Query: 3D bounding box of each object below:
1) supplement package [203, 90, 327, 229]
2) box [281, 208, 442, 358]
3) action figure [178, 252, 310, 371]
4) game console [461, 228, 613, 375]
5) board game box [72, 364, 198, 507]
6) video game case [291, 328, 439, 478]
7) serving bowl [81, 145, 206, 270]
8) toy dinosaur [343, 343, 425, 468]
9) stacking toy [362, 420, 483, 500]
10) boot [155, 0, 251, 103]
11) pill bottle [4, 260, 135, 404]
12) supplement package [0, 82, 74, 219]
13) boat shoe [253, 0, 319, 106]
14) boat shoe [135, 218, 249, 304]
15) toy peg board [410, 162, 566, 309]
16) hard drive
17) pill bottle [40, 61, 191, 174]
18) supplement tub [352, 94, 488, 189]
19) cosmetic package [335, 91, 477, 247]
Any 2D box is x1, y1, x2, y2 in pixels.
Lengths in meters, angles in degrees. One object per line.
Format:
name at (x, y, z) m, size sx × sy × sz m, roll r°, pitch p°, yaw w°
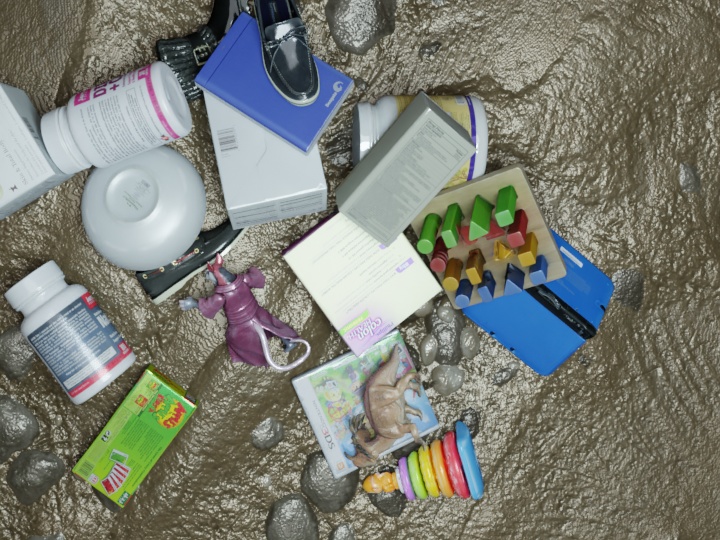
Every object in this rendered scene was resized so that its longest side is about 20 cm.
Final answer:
supplement package at (-0.145, -0.186, 1.411) m, size 0.153 × 0.111 × 0.204 m, roll -12°, pitch 77°, yaw -5°
box at (0.000, 0.000, 1.479) m, size 0.175 × 0.097 × 0.201 m, roll -38°, pitch 97°, yaw -2°
action figure at (-0.188, 0.067, 1.436) m, size 0.133 × 0.148 × 0.202 m, roll -36°, pitch 123°, yaw -14°
game console at (0.299, 0.043, 1.557) m, size 0.199 × 0.118 × 0.172 m, roll 38°, pitch 59°, yaw -9°
board game box at (-0.360, 0.264, 1.487) m, size 0.101 × 0.048 × 0.201 m, roll 37°, pitch 91°, yaw -9°
video game case at (0.009, 0.221, 1.538) m, size 0.197 × 0.022 × 0.185 m, roll -25°, pitch 98°, yaw -4°
serving bowl at (-0.338, -0.106, 1.415) m, size 0.195 × 0.066 × 0.205 m, roll -1°, pitch 78°, yaw 3°
toy dinosaur at (0.034, 0.225, 1.492) m, size 0.132 × 0.086 × 0.205 m, roll -3°, pitch 90°, yaw 1°
stacking toy at (0.098, 0.337, 1.528) m, size 0.196 × 0.116 × 0.112 m, roll -16°, pitch 99°, yaw 7°
boot at (-0.243, -0.369, 1.426) m, size 0.154 × 0.079 × 0.216 m, roll -10°, pitch 97°, yaw -5°
pill bottle at (-0.450, 0.092, 1.424) m, size 0.119 × 0.120 × 0.202 m, roll -35°, pitch 98°, yaw -2°
supplement package at (-0.561, -0.156, 1.373) m, size 0.198 × 0.151 × 0.153 m, roll -32°, pitch 98°, yaw -2°
boat shoe at (-0.110, -0.333, 1.332) m, size 0.073 × 0.062 × 0.204 m, roll -15°, pitch 78°, yaw -8°
boat shoe at (-0.263, -0.029, 1.457) m, size 0.200 × 0.074 × 0.064 m, roll -35°, pitch 106°, yaw 2°
toy peg board at (0.188, -0.027, 1.421) m, size 0.197 × 0.098 × 0.201 m, roll -18°, pitch 115°, yaw 25°
hard drive at (-0.126, -0.276, 1.362) m, size 0.198 × 0.025 × 0.133 m, roll 32°, pitch 77°, yaw 5°
pill bottle at (-0.360, -0.221, 1.365) m, size 0.196 × 0.113 × 0.115 m, roll -20°, pitch 97°, yaw 8°
supplement tub at (0.090, -0.199, 1.446) m, size 0.195 × 0.145 × 0.149 m, roll -1°, pitch 95°, yaw -6°
cosmetic package at (0.063, -0.145, 1.347) m, size 0.103 × 0.074 × 0.200 m, roll 35°, pitch 110°, yaw -24°
